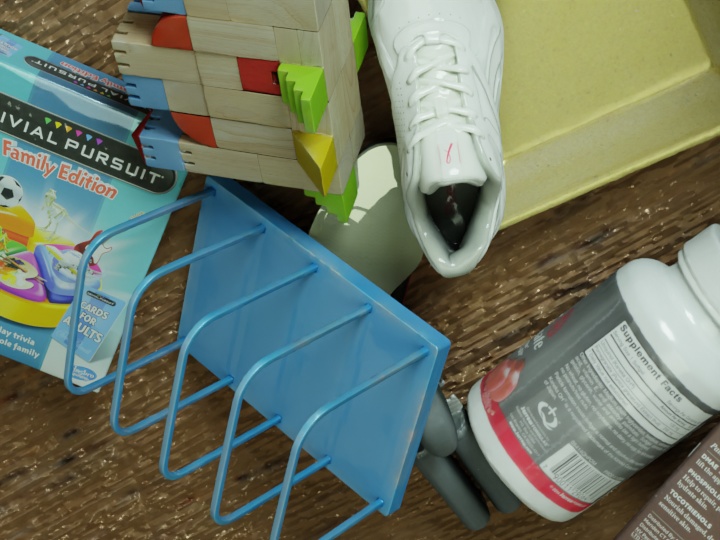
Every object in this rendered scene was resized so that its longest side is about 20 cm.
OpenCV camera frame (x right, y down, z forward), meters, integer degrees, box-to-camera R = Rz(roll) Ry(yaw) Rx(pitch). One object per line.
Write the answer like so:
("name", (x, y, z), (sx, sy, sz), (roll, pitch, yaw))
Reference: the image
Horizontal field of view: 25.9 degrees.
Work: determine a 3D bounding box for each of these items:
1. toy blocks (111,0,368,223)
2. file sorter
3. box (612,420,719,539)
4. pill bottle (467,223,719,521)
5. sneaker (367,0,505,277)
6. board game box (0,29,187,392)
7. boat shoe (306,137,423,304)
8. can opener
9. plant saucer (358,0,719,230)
("toy blocks", (-0.075, -0.121, 0.882), (0.136, 0.100, 0.201), (9, 142, 14))
("file sorter", (-0.071, 0.062, 0.949), (0.200, 0.122, 0.140), (37, 130, 27))
("box", (0.253, 0.125, 1.002), (0.075, 0.100, 0.200), (44, 99, 15))
("pill bottle", (0.174, 0.063, 1.003), (0.200, 0.111, 0.111), (-40, 109, 21))
("sneaker", (0.051, -0.088, 0.879), (0.077, 0.100, 0.201), (-11, 113, 5))
("board game box", (-0.204, -0.036, 1.009), (0.150, 0.047, 0.201), (21, 117, -8))
("boat shoe", (-0.003, -0.001, 1.006), (0.073, 0.063, 0.203), (11, 121, -4))
("can opener", (0.055, 0.119, 1.034), (0.052, 0.067, 0.200), (-27, 139, 8))
("plant saucer", (0.119, -0.148, 0.930), (0.199, 0.049, 0.201), (-23, 114, 15))
